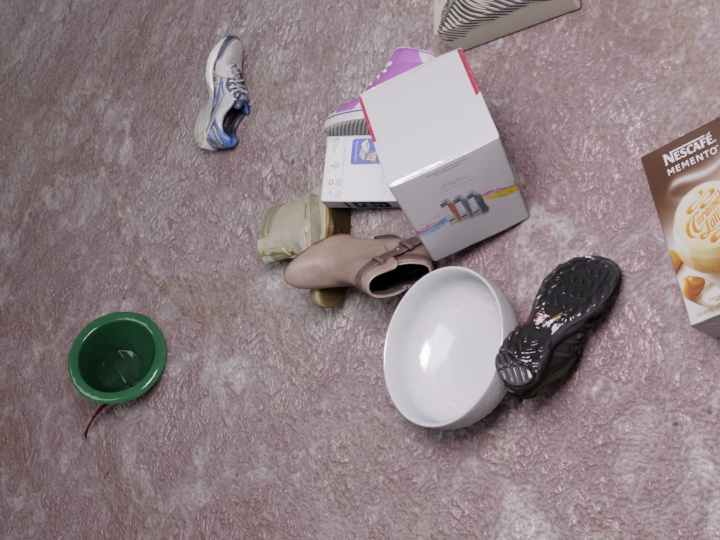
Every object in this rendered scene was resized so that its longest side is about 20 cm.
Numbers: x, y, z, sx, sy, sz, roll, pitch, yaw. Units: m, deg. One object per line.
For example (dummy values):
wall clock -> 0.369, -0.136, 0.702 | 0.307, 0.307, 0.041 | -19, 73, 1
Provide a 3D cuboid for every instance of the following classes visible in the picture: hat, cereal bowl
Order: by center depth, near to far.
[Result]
cereal bowl -> 0.124, 0.102, 1.228 | 0.198, 0.083, 0.204 | -19, 63, 41
hat -> -0.426, 0.187, 1.758 | 0.196, 0.177, 0.169 | -8, 64, 0

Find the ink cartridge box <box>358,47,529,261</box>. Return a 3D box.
ink cartridge box -> 0.107, -0.138, 1.221 | 0.143, 0.200, 0.147 | -23, 59, 8

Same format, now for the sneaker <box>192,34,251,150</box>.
sneaker -> -0.223, -0.304, 1.692 | 0.084, 0.077, 0.204 | 12, 92, 33

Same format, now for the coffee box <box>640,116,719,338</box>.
coffee box -> 0.386, -0.047, 1.039 | 0.113, 0.079, 0.203 | -27, 60, 33

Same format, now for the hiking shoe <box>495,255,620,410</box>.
hiking shoe -> 0.231, 0.069, 1.147 | 0.200, 0.101, 0.075 | -45, 59, -14

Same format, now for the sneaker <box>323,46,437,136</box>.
sneaker -> 0.035, -0.262, 1.441 | 0.197, 0.072, 0.116 | -13, 65, 28

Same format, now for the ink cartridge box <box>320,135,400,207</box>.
ink cartridge box -> 0.042, -0.141, 1.388 | 0.196, 0.039, 0.102 | 2, 78, 23

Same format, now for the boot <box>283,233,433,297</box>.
boot -> 0.000, 0.000, 1.316 | 0.197, 0.071, 0.146 | -20, 22, -6

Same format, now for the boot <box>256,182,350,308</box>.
boot -> -0.088, -0.025, 1.475 | 0.153, 0.072, 0.204 | -18, 61, 37

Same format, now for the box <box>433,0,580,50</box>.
box -> 0.195, -0.370, 1.321 | 0.198, 0.068, 0.084 | -14, 68, 40
